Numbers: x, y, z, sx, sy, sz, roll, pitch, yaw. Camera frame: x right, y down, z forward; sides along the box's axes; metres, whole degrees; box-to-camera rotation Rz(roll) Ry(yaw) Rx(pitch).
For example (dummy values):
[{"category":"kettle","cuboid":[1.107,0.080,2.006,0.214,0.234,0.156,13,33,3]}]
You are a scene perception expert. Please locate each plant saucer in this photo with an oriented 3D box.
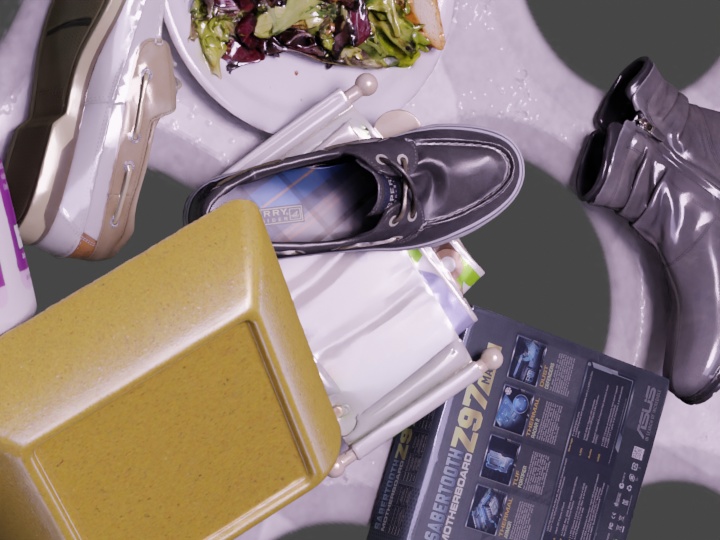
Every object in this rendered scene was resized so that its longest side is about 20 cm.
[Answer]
[{"category":"plant saucer","cuboid":[-0.104,0.090,1.017,0.199,0.048,0.201,-31,135,-13]}]

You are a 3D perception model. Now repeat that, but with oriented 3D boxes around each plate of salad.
[{"category":"plate of salad","cuboid":[-0.025,-0.176,1.127,0.199,0.048,0.202,-1,91,-29]}]

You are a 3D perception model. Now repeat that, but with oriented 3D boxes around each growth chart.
[{"category":"growth chart","cuboid":[0.000,0.000,1.125,0.144,0.018,0.201,-28,95,-7]}]

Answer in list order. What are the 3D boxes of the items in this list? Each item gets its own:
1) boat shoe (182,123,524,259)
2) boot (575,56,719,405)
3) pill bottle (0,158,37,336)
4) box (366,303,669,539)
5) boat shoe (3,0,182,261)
[{"category":"boat shoe","cuboid":[0.000,-0.044,1.083,0.198,0.066,0.071,-6,91,-9]},{"category":"boot","cuboid":[0.190,-0.025,1.240,0.131,0.070,0.201,24,66,-25]},{"category":"pill bottle","cuboid":[-0.239,-0.058,0.975,0.112,0.112,0.202,-16,97,-27]},{"category":"box","cuboid":[0.093,0.137,1.191,0.157,0.051,0.202,20,82,-27]},{"category":"boat shoe","cuboid":[-0.137,-0.104,1.058,0.068,0.075,0.201,21,88,-33]}]
